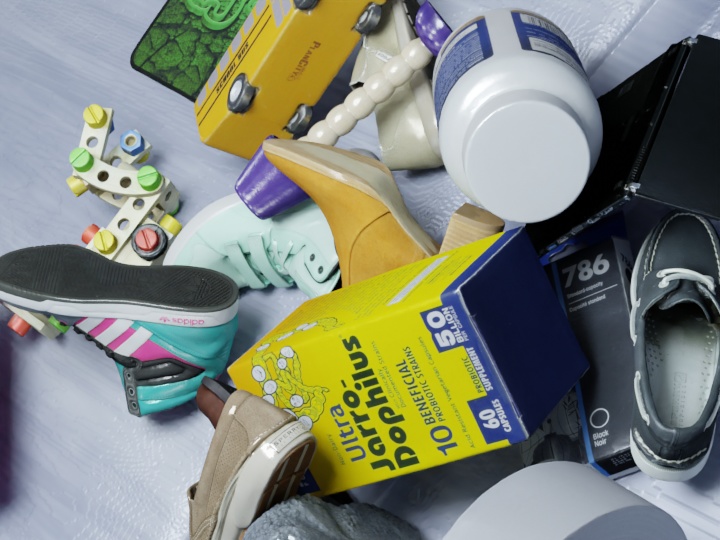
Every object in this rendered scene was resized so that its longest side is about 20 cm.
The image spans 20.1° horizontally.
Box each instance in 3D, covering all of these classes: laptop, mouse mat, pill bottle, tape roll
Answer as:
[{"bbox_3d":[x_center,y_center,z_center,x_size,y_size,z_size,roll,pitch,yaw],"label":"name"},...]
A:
[{"bbox_3d":[0.219,-0.065,1.381,0.200,0.103,0.178,-35,19,44],"label":"laptop"},{"bbox_3d":[-0.102,-0.212,1.735,0.199,0.008,0.162,30,85,41],"label":"mouse mat"},{"bbox_3d":[0.106,-0.103,1.382,0.111,0.111,0.200,-37,17,13],"label":"pill bottle"},{"bbox_3d":[0.111,0.218,1.216,0.066,0.200,0.201,29,84,41],"label":"tape roll"}]

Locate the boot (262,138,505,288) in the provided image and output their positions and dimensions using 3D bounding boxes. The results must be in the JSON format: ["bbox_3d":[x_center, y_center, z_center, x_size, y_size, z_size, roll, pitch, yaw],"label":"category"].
[{"bbox_3d":[0.001,0.000,1.446,0.200,0.071,0.145,24,110,18],"label":"boot"}]

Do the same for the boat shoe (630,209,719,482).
[{"bbox_3d":[0.212,0.036,1.317,0.075,0.061,0.201,2,57,3],"label":"boat shoe"}]

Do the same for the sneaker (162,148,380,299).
[{"bbox_3d":[-0.064,-0.004,1.543,0.199,0.074,0.119,-28,46,16],"label":"sneaker"}]

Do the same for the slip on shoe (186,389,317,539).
[{"bbox_3d":[-0.088,0.163,1.362,0.060,0.201,0.076,38,45,19],"label":"slip on shoe"}]

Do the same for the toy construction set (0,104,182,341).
[{"bbox_3d":[-0.220,-0.023,1.655,0.131,0.092,0.201,34,95,17],"label":"toy construction set"}]

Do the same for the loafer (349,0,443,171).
[{"bbox_3d":[0.024,-0.159,1.570,0.068,0.076,0.201,-25,54,14],"label":"loafer"}]

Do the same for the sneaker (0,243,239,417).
[{"bbox_3d":[-0.188,0.051,1.567,0.198,0.122,0.084,9,35,12],"label":"sneaker"}]

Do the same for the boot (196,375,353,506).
[{"bbox_3d":[-0.112,0.198,1.493,0.201,0.068,0.188,-53,55,9],"label":"boot"}]

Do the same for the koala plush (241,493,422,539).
[{"bbox_3d":[-0.039,0.268,1.328,0.201,0.183,0.177,-55,47,12],"label":"koala plush"}]

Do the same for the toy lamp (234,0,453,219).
[{"bbox_3d":[-0.009,-0.113,1.501,0.200,0.058,0.058,-39,49,9],"label":"toy lamp"}]

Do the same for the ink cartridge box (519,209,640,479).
[{"bbox_3d":[0.148,0.050,1.392,0.099,0.039,0.201,-24,53,23],"label":"ink cartridge box"}]

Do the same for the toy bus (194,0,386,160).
[{"bbox_3d":[-0.055,-0.173,1.581,0.200,0.065,0.079,-54,33,32],"label":"toy bus"}]

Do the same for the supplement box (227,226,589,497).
[{"bbox_3d":[0.031,0.065,1.351,0.199,0.109,0.109,-20,12,36],"label":"supplement box"}]
